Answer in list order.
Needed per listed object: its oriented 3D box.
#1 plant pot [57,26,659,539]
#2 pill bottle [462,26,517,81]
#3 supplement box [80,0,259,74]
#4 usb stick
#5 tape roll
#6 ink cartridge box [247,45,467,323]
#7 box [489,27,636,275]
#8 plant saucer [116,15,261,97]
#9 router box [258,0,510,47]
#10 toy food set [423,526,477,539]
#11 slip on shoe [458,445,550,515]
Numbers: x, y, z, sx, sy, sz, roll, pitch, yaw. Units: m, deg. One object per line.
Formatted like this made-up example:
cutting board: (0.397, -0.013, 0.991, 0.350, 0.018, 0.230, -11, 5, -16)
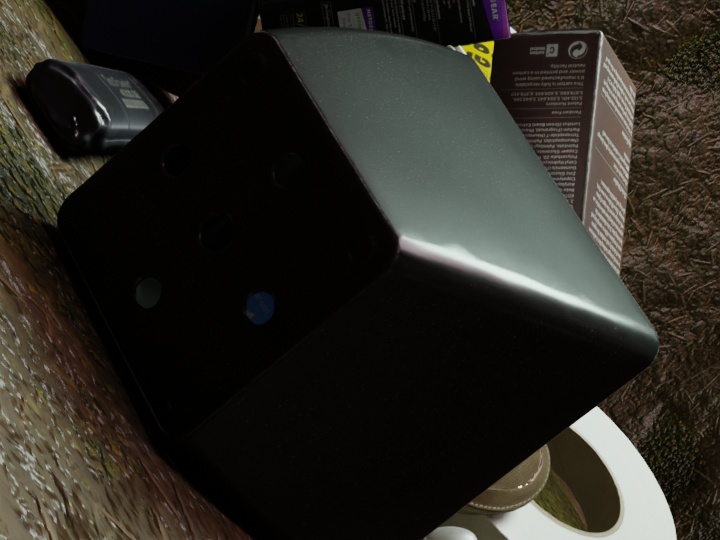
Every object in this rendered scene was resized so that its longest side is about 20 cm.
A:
plant pot: (-0.019, 0.001, 0.896, 0.177, 0.199, 0.200, 26, 29, -57)
pill bottle: (0.052, -0.089, 1.285, 0.113, 0.113, 0.200, 54, 26, -18)
supplement box: (-0.115, -0.215, 1.312, 0.109, 0.109, 0.200, 12, 22, -5)
usb stick: (-0.144, -0.091, 1.084, 0.055, 0.033, 0.200, 50, 6, -1)
tape roll: (0.117, 0.139, 1.254, 0.203, 0.037, 0.203, 29, 32, -21)
ink cartridge box: (0.008, -0.018, 1.093, 0.086, 0.200, 0.146, 60, 9, 24)
box: (0.119, -0.036, 1.195, 0.100, 0.075, 0.201, 40, 53, -63)
plant saucer: (-0.075, -0.148, 1.375, 0.200, 0.032, 0.200, 15, 21, -6)
router box: (0.015, -0.176, 1.252, 0.200, 0.149, 0.051, -86, 167, -74)
toy food set: (0.065, 0.208, 1.028, 0.200, 0.060, 0.144, 56, 5, 3)
slip on shoe: (0.056, 0.089, 1.115, 0.200, 0.061, 0.076, 30, 54, -42)
